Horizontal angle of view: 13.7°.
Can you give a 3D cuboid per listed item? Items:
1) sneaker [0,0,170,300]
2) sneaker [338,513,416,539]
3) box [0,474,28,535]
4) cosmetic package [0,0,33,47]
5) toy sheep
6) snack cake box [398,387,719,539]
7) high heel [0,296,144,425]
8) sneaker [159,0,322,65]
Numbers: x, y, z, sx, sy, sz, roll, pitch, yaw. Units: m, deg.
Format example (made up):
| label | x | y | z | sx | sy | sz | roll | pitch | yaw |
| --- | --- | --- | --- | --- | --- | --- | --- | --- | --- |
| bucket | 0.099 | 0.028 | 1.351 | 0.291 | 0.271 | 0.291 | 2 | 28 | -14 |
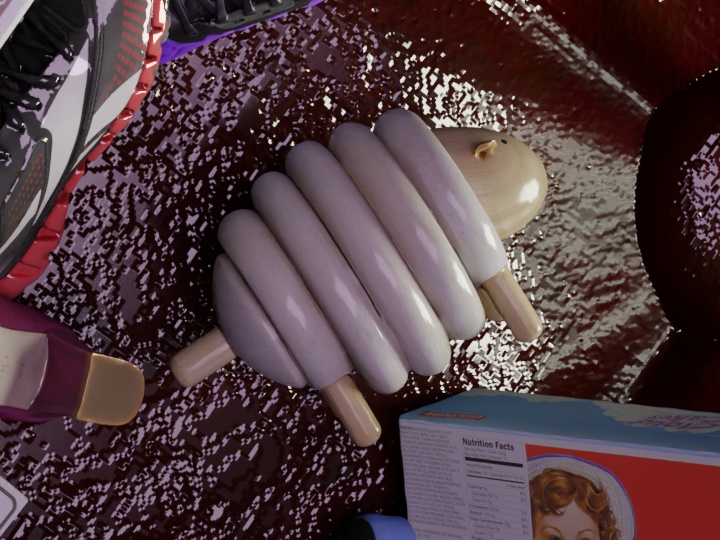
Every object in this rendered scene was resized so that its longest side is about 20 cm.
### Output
| label | x | y | z | sx | sy | sz | roll | pitch | yaw |
| --- | --- | --- | --- | --- | --- | --- | --- | --- | --- |
| sneaker | -0.151 | -0.070 | 1.313 | 0.098 | 0.071 | 0.201 | -8 | 133 | -60 |
| sneaker | -0.035 | 0.208 | 1.446 | 0.078 | 0.070 | 0.201 | 18 | 92 | -27 |
| box | -0.250 | 0.054 | 1.314 | 0.200 | 0.117 | 0.060 | 41 | 83 | -21 |
| cosmetic package | -0.170 | -0.152 | 1.265 | 0.074 | 0.200 | 0.102 | 35 | 85 | -15 |
| toy sheep | 0.000 | 0.000 | 1.398 | 0.199 | 0.138 | 0.138 | -34 | 109 | -7 |
| snack cake box | 0.117 | 0.124 | 1.419 | 0.067 | 0.199 | 0.116 | -16 | 106 | -48 |
| high heel | -0.189 | 0.026 | 1.306 | 0.199 | 0.096 | 0.068 | 14 | 89 | -50 |
| sneaker | -0.055 | -0.143 | 1.365 | 0.199 | 0.099 | 0.070 | -26 | 107 | -12 |
